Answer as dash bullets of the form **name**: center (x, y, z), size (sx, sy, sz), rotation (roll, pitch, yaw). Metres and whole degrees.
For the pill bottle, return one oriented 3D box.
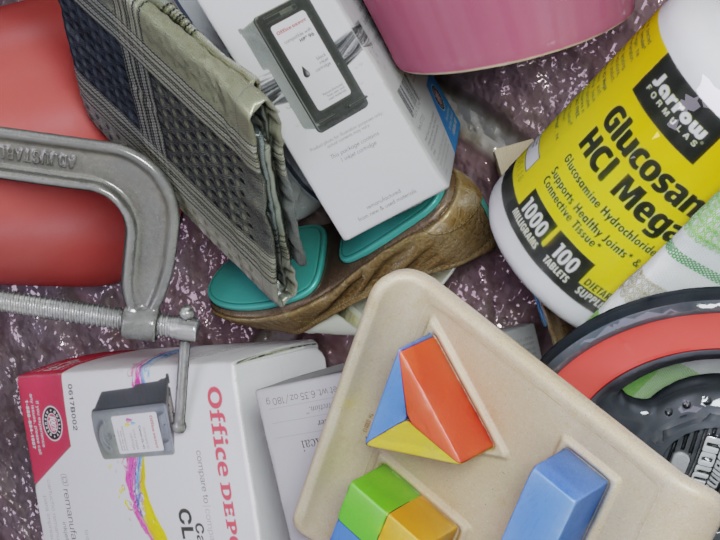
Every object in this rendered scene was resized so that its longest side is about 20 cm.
- **pill bottle**: center (0.163, -0.066, 0.914), size (0.200, 0.112, 0.112), rotation (-48, 68, 33)

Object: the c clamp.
- **c clamp**: center (-0.185, 0.000, 1.083), size (0.200, 0.027, 0.171), rotation (14, 112, 0)

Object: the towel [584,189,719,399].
- **towel**: center (0.208, 0.010, 0.895), size (0.200, 0.149, 0.031), rotation (-47, 25, 35)

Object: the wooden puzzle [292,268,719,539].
- **wooden puzzle**: center (0.057, 0.124, 0.907), size (0.200, 0.046, 0.185), rotation (35, 127, 23)

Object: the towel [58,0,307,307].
- **towel**: center (-0.099, -0.091, 1.025), size (0.200, 0.035, 0.193), rotation (45, 159, 26)

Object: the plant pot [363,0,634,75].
- **plant pot**: center (0.057, -0.203, 0.940), size (0.200, 0.200, 0.179), rotation (0, 113, 39)

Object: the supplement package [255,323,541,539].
- **supplement package**: center (0.042, 0.144, 1.044), size (0.121, 0.120, 0.200), rotation (-14, 89, 38)

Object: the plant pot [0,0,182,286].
- **plant pot**: center (-0.236, -0.077, 1.192), size (0.200, 0.177, 0.201), rotation (8, 103, 37)

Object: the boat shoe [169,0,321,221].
- **boat shoe**: center (-0.090, -0.111, 1.133), size (0.086, 0.075, 0.202), rotation (-36, 81, 20)

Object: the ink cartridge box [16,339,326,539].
- **ink cartridge box**: center (-0.116, 0.125, 1.191), size (0.200, 0.086, 0.148), rotation (-6, 94, 40)

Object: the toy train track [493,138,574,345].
- **toy train track**: center (0.112, 0.027, 1.017), size (0.115, 0.033, 0.200), rotation (-16, 76, 0)

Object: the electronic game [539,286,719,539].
- **electronic game**: center (0.173, 0.085, 0.913), size (0.200, 0.042, 0.200), rotation (3, 132, 4)

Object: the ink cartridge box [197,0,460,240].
- **ink cartridge box**: center (-0.025, -0.131, 0.998), size (0.068, 0.116, 0.200), rotation (-26, 107, 16)

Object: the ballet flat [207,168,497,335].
- **ballet flat**: center (0.000, 0.000, 1.089), size (0.200, 0.072, 0.068), rotation (-26, 39, 34)
